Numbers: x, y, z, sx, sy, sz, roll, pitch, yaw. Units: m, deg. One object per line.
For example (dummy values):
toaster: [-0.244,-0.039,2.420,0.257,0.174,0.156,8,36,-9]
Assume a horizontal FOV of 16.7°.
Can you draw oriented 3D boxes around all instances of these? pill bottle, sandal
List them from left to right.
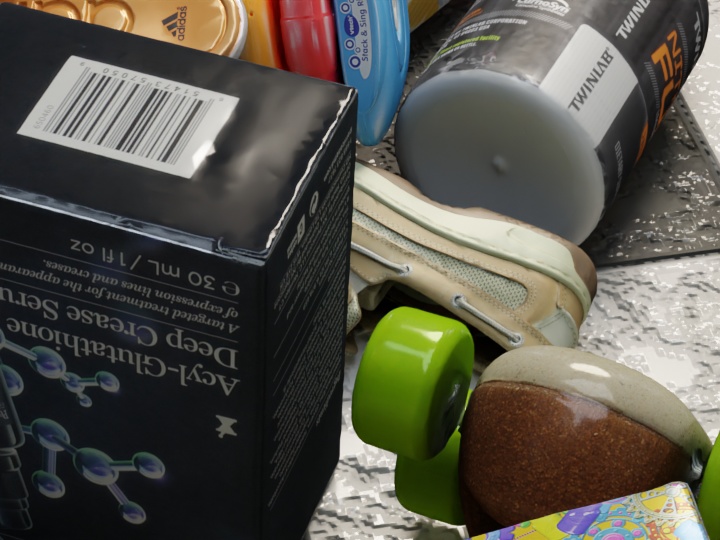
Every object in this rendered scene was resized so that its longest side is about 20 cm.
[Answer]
sandal: [-0.152,-0.113,1.037,0.205,0.059,0.080,-3,65,8]
pill bottle: [0.101,-0.103,1.161,0.106,0.107,0.200,19,44,17]

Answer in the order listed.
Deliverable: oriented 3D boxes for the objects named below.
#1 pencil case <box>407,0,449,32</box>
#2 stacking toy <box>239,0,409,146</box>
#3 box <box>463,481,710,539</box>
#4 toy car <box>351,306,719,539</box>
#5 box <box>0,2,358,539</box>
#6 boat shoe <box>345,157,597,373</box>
pencil case: [0.002,-0.160,1.236,0.090,0.083,0.200,29,48,18]
stacking toy: [-0.081,-0.109,1.105,0.199,0.117,0.110,-5,11,7]
box: [0.033,0.189,0.730,0.199,0.122,0.193,-15,35,1]
toy car: [0.061,0.139,0.899,0.163,0.158,0.201,16,72,19]
box: [-0.088,0.020,0.939,0.148,0.201,0.107,14,44,12]
boat shoe: [0.000,0.000,1.074,0.199,0.072,0.076,16,59,16]
